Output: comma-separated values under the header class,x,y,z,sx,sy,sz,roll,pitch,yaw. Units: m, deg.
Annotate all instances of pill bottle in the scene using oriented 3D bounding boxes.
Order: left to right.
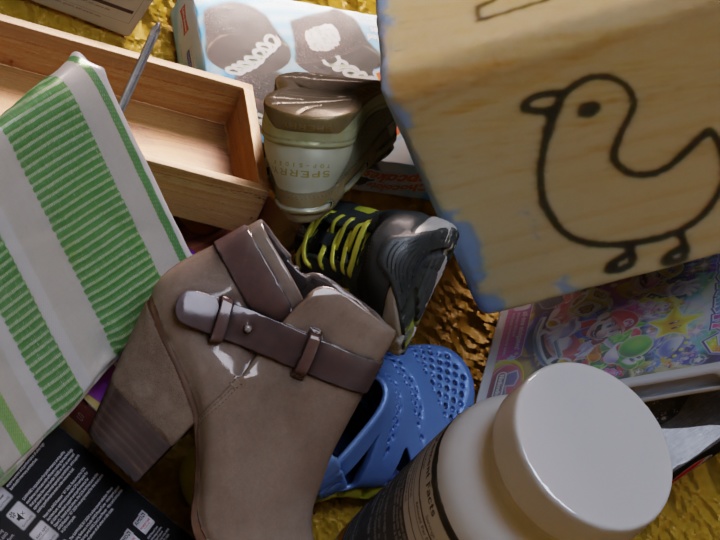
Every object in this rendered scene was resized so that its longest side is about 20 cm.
class,x,y,z,sx,sy,sz,roll,pitch,yaw
pill bottle,0.071,0.137,1.254,0.116,0.200,0.117,17,51,-22

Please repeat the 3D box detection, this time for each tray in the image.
class,x,y,z,sx,sy,sz,roll,pitch,yaw
tray,-0.151,-0.084,1.298,0.199,0.037,0.099,15,36,-22

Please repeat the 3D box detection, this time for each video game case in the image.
class,x,y,z,sx,sy,sz,roll,pitch,yaw
video game case,0.172,0.028,1.403,0.144,0.198,0.018,-70,143,-53

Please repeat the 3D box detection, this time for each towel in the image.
class,x,y,z,sx,sy,sz,roll,pitch,yaw
towel,-0.168,0.004,1.179,0.200,0.023,0.153,-47,127,-36

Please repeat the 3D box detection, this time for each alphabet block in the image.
class,x,y,z,sx,sy,sz,roll,pitch,yaw
alphabet block,0.129,-0.124,1.361,0.197,0.198,0.196,-94,163,-44

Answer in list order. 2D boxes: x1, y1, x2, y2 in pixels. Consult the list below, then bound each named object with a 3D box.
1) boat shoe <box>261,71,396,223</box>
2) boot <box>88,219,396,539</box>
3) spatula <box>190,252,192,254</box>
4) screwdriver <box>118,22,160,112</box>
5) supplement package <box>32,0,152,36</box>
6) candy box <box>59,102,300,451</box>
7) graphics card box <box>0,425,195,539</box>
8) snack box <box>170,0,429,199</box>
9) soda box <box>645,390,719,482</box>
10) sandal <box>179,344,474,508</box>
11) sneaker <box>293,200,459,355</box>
class,x,y,z,sx,sy,sz,roll,pitch,yaw
boat shoe,-0.017,-0.075,1.361,0.072,0.064,0.201,5,12,5
boot,-0.036,0.080,1.218,0.200,0.146,0.070,43,2,-11
spatula,-0.102,-0.009,1.292,0.199,0.021,0.057,36,46,-1
screwdriver,-0.145,-0.040,1.242,0.028,0.029,0.201,27,71,-19
supplement package,-0.178,-0.272,1.447,0.155,0.111,0.201,18,51,-20
candy box,-0.134,0.003,1.317,0.117,0.057,0.200,43,45,3
graphics card box,-0.155,0.156,1.199,0.200,0.051,0.126,39,46,-2
snack box,-0.016,-0.108,1.484,0.199,0.037,0.117,7,56,-29
soda box,0.204,0.071,1.419,0.199,0.063,0.071,-32,79,-13
sandal,-0.003,0.086,1.322,0.199,0.087,0.080,-24,71,-43
sneaker,0.000,0.000,1.308,0.084,0.200,0.075,25,83,2
